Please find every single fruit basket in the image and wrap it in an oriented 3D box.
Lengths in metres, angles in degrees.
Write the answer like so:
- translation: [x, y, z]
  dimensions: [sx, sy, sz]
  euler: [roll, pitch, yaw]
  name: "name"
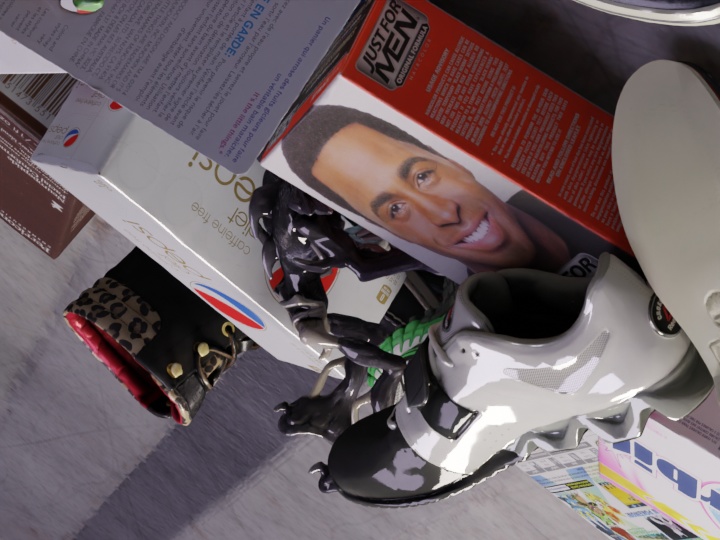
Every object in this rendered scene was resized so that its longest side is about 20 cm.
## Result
- translation: [-0.072, -0.158, 0.985]
  dimensions: [0.200, 0.185, 0.094]
  euler: [31, 174, 14]
  name: "fruit basket"

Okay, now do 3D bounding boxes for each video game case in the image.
- translation: [0.144, 0.108, 1.422]
  dimensions: [0.182, 0.022, 0.200]
  euler: [38, 163, -8]
  name: "video game case"

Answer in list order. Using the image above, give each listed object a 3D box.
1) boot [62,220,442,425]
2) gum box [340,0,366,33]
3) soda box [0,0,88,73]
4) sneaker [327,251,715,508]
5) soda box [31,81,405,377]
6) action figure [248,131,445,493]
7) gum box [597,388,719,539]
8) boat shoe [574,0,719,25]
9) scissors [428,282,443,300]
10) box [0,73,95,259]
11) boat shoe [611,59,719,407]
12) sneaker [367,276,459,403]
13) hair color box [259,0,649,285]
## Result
- translation: [-0.054, 0.030, 1.408]
  dimensions: [0.200, 0.151, 0.073]
  euler: [40, 157, 15]
  name: "boot"
- translation: [-0.022, -0.100, 1.229]
  dimensions: [0.200, 0.045, 0.170]
  euler: [18, 153, 49]
  name: "gum box"
- translation: [-0.124, -0.135, 1.182]
  dimensions: [0.200, 0.064, 0.068]
  euler: [5, 119, 53]
  name: "soda box"
- translation: [0.054, 0.041, 1.107]
  dimensions: [0.200, 0.074, 0.089]
  euler: [-24, 117, 33]
  name: "sneaker"
- translation: [-0.069, -0.026, 1.279]
  dimensions: [0.064, 0.068, 0.200]
  euler: [14, 159, 50]
  name: "soda box"
- translation: [0.000, 0.000, 1.204]
  dimensions: [0.119, 0.102, 0.200]
  euler: [-136, 37, -63]
  name: "action figure"
- translation: [0.215, 0.105, 1.228]
  dimensions: [0.200, 0.066, 0.114]
  euler: [31, 159, 20]
  name: "gum box"
- translation: [0.063, -0.158, 0.896]
  dimensions: [0.200, 0.075, 0.062]
  euler: [40, 168, 14]
  name: "boat shoe"
- translation: [0.061, 0.024, 1.410]
  dimensions: [0.073, 0.014, 0.200]
  euler: [47, 158, -28]
  name: "scissors"
- translation: [-0.198, -0.085, 1.552]
  dimensions: [0.100, 0.075, 0.200]
  euler: [38, 163, 0]
  name: "box"
- translation: [0.167, 0.003, 1.037]
  dimensions: [0.071, 0.063, 0.200]
  euler: [-26, 87, 47]
  name: "boat shoe"
- translation: [0.058, 0.060, 1.309]
  dimensions: [0.078, 0.085, 0.200]
  euler: [-3, 157, -17]
  name: "sneaker"
- translation: [0.067, -0.036, 1.107]
  dimensions: [0.200, 0.061, 0.102]
  euler: [31, 150, -9]
  name: "hair color box"
